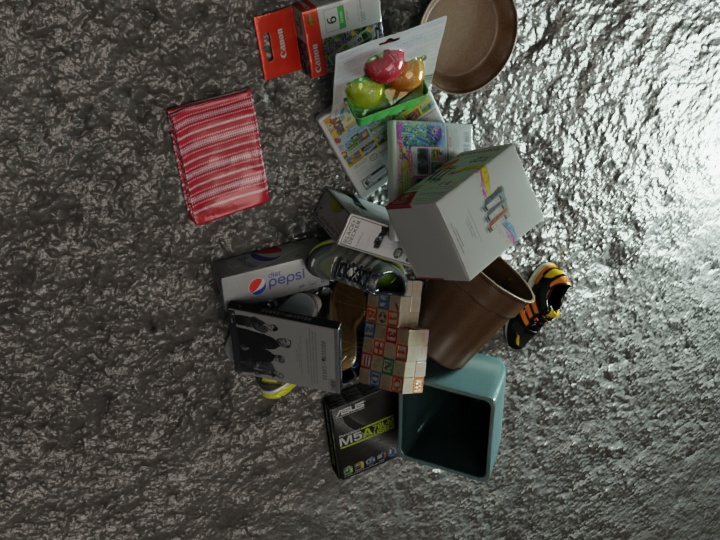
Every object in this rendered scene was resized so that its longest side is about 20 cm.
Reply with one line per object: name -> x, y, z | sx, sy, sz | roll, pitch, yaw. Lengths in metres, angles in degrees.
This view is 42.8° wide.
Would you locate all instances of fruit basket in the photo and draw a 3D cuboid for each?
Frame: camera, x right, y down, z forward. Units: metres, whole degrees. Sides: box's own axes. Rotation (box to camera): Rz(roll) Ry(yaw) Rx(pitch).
fruit basket -> 0.037, -0.316, 1.429 | 0.182, 0.095, 0.201 | -22, 159, -10

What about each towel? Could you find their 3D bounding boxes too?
towel -> -0.225, -0.180, 1.483 | 0.142, 0.023, 0.203 | -19, 124, -18

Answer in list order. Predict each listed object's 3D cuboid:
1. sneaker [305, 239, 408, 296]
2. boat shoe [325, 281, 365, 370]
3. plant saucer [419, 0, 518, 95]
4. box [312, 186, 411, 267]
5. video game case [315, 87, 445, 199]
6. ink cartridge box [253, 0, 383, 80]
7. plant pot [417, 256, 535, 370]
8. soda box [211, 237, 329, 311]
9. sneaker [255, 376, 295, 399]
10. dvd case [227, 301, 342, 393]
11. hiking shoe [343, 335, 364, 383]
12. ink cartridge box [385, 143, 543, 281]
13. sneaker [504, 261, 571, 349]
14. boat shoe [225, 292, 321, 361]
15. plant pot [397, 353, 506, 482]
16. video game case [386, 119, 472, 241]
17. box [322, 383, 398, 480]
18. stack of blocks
sneaker -> 0.000, 0.000, 1.583 | 0.196, 0.081, 0.075 | 9, 109, -23
boat shoe -> -0.040, 0.101, 1.659 | 0.071, 0.203, 0.072 | 24, 138, -24
plant saucer -> 0.175, -0.402, 1.556 | 0.197, 0.037, 0.204 | -13, 123, -20
box -> 0.027, -0.072, 1.617 | 0.197, 0.117, 0.061 | 16, 110, -33
video game case -> 0.042, -0.248, 1.584 | 0.198, 0.023, 0.183 | -35, 128, -4
ink cartridge box -> -0.062, -0.367, 1.442 | 0.197, 0.050, 0.111 | -21, 126, -17
plant pot -> 0.193, 0.066, 1.747 | 0.198, 0.201, 0.199 | 25, 112, -35
soda box -> -0.155, 0.005, 1.599 | 0.196, 0.064, 0.069 | -15, 123, -19
sneaker -> -0.111, 0.150, 1.682 | 0.199, 0.074, 0.085 | -41, 136, -14
dvd case -> -0.127, 0.133, 1.568 | 0.196, 0.025, 0.152 | 10, 129, 12
hiking shoe -> -0.014, 0.183, 1.760 | 0.196, 0.087, 0.076 | -11, 123, -21
ink cartridge box -> 0.175, -0.097, 1.529 | 0.199, 0.144, 0.147 | -36, 109, -28
sneaker -> 0.368, 0.087, 1.902 | 0.069, 0.090, 0.203 | 13, 111, -32
boat shoe -> -0.153, 0.102, 1.651 | 0.199, 0.072, 0.070 | -36, 172, 16
plant pot -> 0.198, 0.262, 1.836 | 0.200, 0.192, 0.200 | -47, 143, -54
video game case -> 0.124, -0.155, 1.594 | 0.179, 0.024, 0.205 | -3, 94, -35
box -> 0.027, 0.314, 1.882 | 0.197, 0.048, 0.196 | -18, 126, -19
stack of blocks -> 0.066, 0.116, 1.698 | 0.058, 0.114, 0.205 | 4, 93, -46
